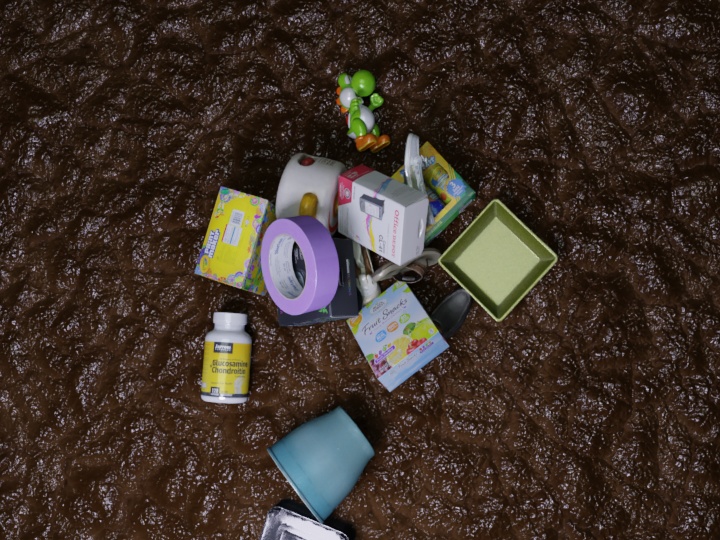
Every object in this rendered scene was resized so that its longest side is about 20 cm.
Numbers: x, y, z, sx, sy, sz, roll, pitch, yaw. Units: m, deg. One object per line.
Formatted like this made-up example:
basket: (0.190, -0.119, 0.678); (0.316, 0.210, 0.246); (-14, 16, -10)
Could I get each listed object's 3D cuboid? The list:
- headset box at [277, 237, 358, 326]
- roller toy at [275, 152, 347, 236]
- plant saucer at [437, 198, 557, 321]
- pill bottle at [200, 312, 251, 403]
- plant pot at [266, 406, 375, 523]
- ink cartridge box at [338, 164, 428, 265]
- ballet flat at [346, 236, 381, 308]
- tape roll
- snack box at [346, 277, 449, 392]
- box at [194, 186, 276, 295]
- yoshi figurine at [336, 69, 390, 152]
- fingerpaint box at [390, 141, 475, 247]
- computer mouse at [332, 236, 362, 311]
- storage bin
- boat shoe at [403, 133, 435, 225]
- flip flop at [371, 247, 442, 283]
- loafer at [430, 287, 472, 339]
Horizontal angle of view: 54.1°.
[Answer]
headset box: (-0.097, 0.029, 1.597); (0.197, 0.092, 0.179); (-11, 80, 45)
roller toy: (-0.103, -0.169, 1.621); (0.137, 0.201, 0.186); (14, 72, 11)
plant saucer: (0.311, -0.022, 1.608); (0.200, 0.048, 0.200); (44, 92, 11)
pill bottle: (-0.311, 0.203, 1.651); (0.109, 0.112, 0.205); (2, 84, 9)
plant pot: (-0.076, 0.411, 1.558); (0.187, 0.201, 0.201); (-38, 79, -13)
ink cartridge box: (0.044, -0.124, 1.548); (0.198, 0.085, 0.150); (30, 132, 36)
ballet flat: (0.000, 0.000, 1.649); (0.066, 0.062, 0.205); (-16, 81, 8)
tape roll: (-0.131, -0.012, 1.497); (0.198, 0.065, 0.205); (16, 111, 46)
snack box: (0.078, 0.139, 1.566); (0.168, 0.068, 0.201); (-38, 40, 3)
box: (-0.269, -0.062, 1.634); (0.119, 0.193, 0.205); (16, 85, 10)
yoshi figurine: (0.011, -0.391, 1.677); (0.110, 0.113, 0.204); (-19, 78, -10)
fingerpaint box: (0.141, -0.165, 1.639); (0.200, 0.073, 0.167); (-43, 78, 2)
computer mouse: (-0.033, 0.007, 1.638); (0.033, 0.059, 0.204); (-16, 69, -8)
storage bin: (-0.122, 0.616, 1.582); (0.196, 0.094, 0.138); (18, 86, 12)
boat shoe: (0.130, -0.202, 1.573); (0.063, 0.074, 0.207); (-3, 87, 3)
flip flop: (0.109, 0.000, 1.583); (0.058, 0.197, 0.081); (59, 137, 15)
loafer: (0.184, 0.123, 1.599); (0.072, 0.072, 0.202); (36, 90, 11)
